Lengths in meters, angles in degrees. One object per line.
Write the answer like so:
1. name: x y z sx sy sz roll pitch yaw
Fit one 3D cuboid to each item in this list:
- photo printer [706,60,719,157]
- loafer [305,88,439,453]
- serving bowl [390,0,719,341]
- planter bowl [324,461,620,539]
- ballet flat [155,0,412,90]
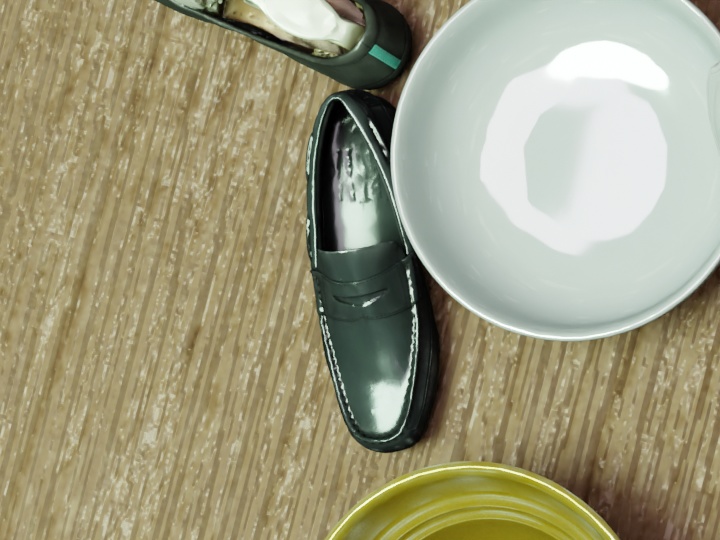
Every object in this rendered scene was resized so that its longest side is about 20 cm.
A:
1. photo printer: 0.269 -0.040 1.289 0.166 0.069 0.200 -14 79 -17
2. loafer: 0.000 0.000 1.414 0.068 0.070 0.201 -8 82 19
3. serving bowl: 0.119 -0.061 1.380 0.200 0.066 0.201 -2 85 19
4. planter bowl: 0.069 0.202 1.364 0.200 0.083 0.201 -2 85 19
5. ballet flat: -0.061 -0.164 1.452 0.200 0.068 0.068 25 94 20
